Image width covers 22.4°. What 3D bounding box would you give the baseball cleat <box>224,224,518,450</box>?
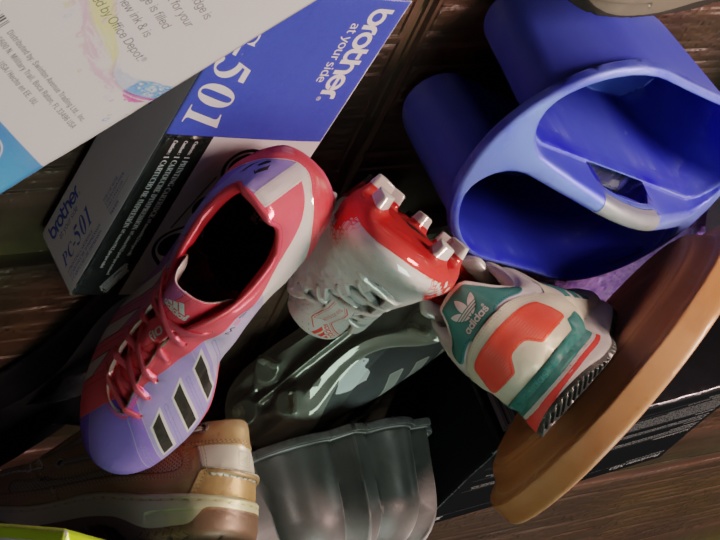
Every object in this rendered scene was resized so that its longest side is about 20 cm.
[{"bbox_3d":[0.011,0.040,1.074,0.199,0.070,0.106,-31,163,10],"label":"baseball cleat"}]

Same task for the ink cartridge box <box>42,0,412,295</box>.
[{"bbox_3d":[-0.067,-0.070,0.859,0.093,0.044,0.200,0,138,-41],"label":"ink cartridge box"}]

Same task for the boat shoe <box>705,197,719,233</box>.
[{"bbox_3d":[0.266,-0.070,1.077,0.071,0.070,0.202,-9,126,-34],"label":"boat shoe"}]

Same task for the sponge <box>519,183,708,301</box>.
[{"bbox_3d":[0.166,-0.021,1.132,0.198,0.030,0.112,-11,145,-27],"label":"sponge"}]

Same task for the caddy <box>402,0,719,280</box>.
[{"bbox_3d":[0.118,-0.063,0.958,0.199,0.105,0.141,13,130,-48],"label":"caddy"}]

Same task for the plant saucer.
[{"bbox_3d":[0.136,0.053,1.004,0.201,0.032,0.200,-50,180,0],"label":"plant saucer"}]

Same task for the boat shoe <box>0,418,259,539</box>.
[{"bbox_3d":[-0.135,0.109,0.967,0.198,0.077,0.072,-6,164,30],"label":"boat shoe"}]

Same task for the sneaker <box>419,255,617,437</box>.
[{"bbox_3d":[0.080,0.023,0.961,0.070,0.093,0.200,-49,180,9],"label":"sneaker"}]

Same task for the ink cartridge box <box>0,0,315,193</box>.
[{"bbox_3d":[-0.116,-0.130,0.695,0.199,0.085,0.145,-30,149,2],"label":"ink cartridge box"}]

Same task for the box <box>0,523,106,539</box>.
[{"bbox_3d":[-0.153,0.161,0.920,0.121,0.048,0.200,1,165,21],"label":"box"}]

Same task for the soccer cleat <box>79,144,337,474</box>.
[{"bbox_3d":[-0.084,0.023,0.857,0.200,0.067,0.076,-51,171,24],"label":"soccer cleat"}]

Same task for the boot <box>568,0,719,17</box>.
[{"bbox_3d":[0.192,-0.202,0.860,0.198,0.074,0.151,-12,145,-18],"label":"boot"}]

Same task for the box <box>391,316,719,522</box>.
[{"bbox_3d":[0.133,0.087,1.190,0.198,0.079,0.141,-12,155,-27],"label":"box"}]

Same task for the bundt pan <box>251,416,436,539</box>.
[{"bbox_3d":[-0.040,0.157,1.112,0.200,0.076,0.202,-17,166,-5],"label":"bundt pan"}]

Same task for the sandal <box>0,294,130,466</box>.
[{"bbox_3d":[-0.146,0.061,0.981,0.199,0.043,0.076,-35,148,8],"label":"sandal"}]

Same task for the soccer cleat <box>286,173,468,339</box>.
[{"bbox_3d":[0.000,0.000,0.909,0.085,0.068,0.200,-50,-172,1],"label":"soccer cleat"}]
